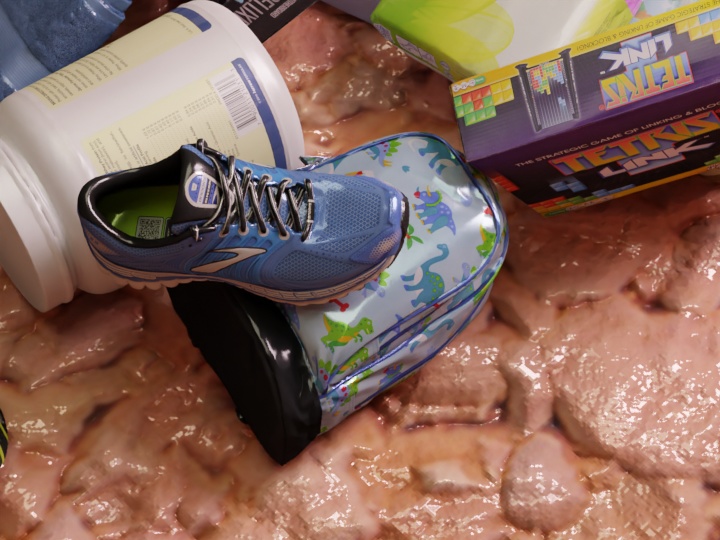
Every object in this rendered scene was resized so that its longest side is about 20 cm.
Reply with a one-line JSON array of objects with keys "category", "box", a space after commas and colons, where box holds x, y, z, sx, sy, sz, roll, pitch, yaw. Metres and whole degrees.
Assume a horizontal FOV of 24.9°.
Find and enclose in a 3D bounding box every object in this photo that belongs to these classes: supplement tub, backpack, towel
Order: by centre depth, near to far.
[{"category": "backpack", "box": [0.000, 0.000, 1.034, 0.199, 0.154, 0.164, -19, 64, -29]}, {"category": "supplement tub", "box": [-0.153, -0.075, 1.077, 0.199, 0.145, 0.145, -31, 59, -20]}, {"category": "towel", "box": [-0.242, -0.148, 1.132, 0.200, 0.048, 0.112, -42, 49, 9]}]

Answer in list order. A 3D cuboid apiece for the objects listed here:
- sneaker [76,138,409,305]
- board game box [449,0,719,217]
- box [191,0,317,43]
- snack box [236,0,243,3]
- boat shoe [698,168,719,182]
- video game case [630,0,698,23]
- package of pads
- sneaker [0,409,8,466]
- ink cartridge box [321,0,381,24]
[{"category": "sneaker", "box": [-0.071, -0.028, 0.939, 0.198, 0.089, 0.079, -2, 71, 9]}, {"category": "board game box", "box": [0.179, -0.100, 1.028, 0.199, 0.165, 0.057, -17, 74, 21]}, {"category": "box", "box": [-0.057, -0.275, 1.221, 0.050, 0.157, 0.201, 29, 45, -33]}, {"category": "snack box", "box": [-0.155, -0.261, 1.190, 0.116, 0.037, 0.200, 20, 17, -31]}, {"category": "boat shoe", "box": [0.220, -0.151, 1.175, 0.073, 0.065, 0.200, -29, 59, -20]}, {"category": "video game case", "box": [0.217, -0.156, 1.129, 0.199, 0.017, 0.144, -3, 74, 24]}, {"category": "package of pads", "box": [0.125, -0.212, 1.139, 0.154, 0.068, 0.201, 35, 91, 29]}, {"category": "sneaker", "box": [-0.281, 0.066, 1.031, 0.076, 0.076, 0.200, -28, 48, -10]}, {"category": "ink cartridge box", "box": [0.030, -0.242, 1.262, 0.199, 0.042, 0.120, 26, 58, 20]}]
